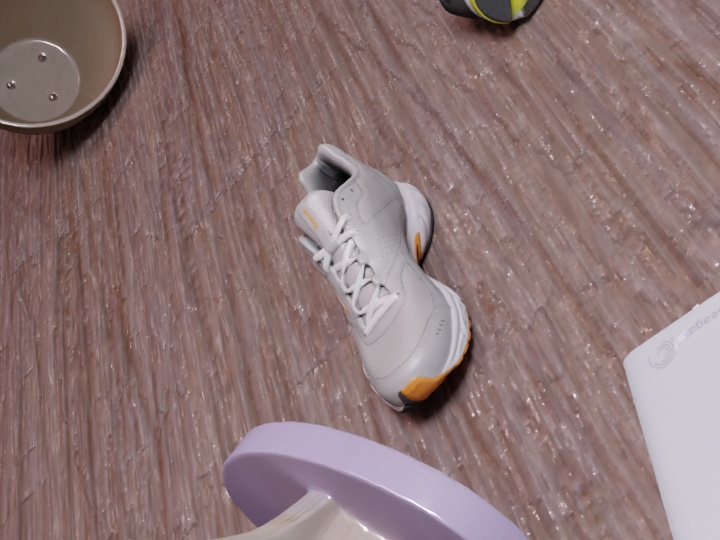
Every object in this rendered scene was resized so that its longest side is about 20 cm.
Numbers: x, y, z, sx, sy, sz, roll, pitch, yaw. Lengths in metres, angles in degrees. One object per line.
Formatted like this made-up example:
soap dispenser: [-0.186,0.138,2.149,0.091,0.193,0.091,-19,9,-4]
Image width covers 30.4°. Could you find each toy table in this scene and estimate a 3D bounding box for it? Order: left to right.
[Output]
toy table: [-0.019,0.156,0.604,0.117,0.184,0.200,-51,17,-27]

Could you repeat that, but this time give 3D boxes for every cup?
cup: [-0.359,-0.230,1.449,0.201,0.200,0.143,-65,6,-16]

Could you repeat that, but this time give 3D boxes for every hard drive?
hard drive: [0.180,0.078,0.520,0.132,0.026,0.200,-39,35,27]

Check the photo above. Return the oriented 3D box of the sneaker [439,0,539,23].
sneaker: [0.105,-0.260,0.905,0.085,0.074,0.200,10,69,58]

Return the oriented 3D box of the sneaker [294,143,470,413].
sneaker: [0.000,0.000,0.785,0.076,0.092,0.200,-44,32,20]
